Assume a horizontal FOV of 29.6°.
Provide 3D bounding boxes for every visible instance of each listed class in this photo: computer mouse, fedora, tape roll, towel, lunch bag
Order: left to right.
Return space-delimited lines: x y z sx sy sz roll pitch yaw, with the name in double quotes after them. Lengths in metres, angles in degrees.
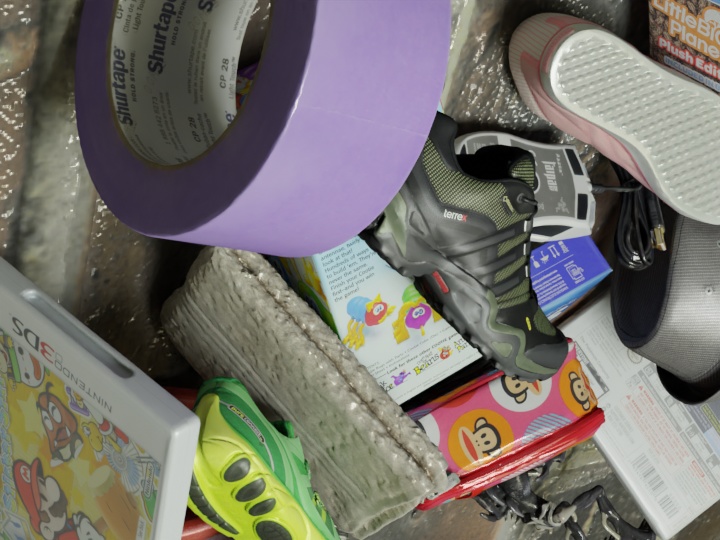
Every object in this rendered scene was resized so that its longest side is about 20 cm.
-0.054 -0.111 0.670 0.085 0.200 0.201 9 119 -42 "tape roll"
-0.037 0.072 0.824 0.034 0.200 0.133 -40 178 -32 "towel"
0.071 0.119 0.994 0.175 0.082 0.200 -23 175 -12 "lunch bag"
0.131 -0.057 0.960 0.199 0.111 0.044 4 163 -32 "computer mouse"
0.253 -0.003 1.035 0.090 0.177 0.202 21 86 -15 "fedora"

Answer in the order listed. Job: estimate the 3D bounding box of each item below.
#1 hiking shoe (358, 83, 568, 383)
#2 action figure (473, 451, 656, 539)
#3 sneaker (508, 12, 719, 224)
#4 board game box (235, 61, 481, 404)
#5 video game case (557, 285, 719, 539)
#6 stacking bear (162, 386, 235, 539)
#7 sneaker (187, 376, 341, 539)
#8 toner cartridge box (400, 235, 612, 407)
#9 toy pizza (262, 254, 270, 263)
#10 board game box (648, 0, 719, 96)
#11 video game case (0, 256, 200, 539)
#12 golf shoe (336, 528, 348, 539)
0.074 -0.015 0.762 0.101 0.076 0.200 -46 127 1 "hiking shoe"
0.155 0.180 1.167 0.200 0.102 0.119 40 132 -12 "action figure"
0.180 -0.109 0.917 0.199 0.105 0.076 32 96 -28 "sneaker"
-0.001 -0.031 0.823 0.104 0.103 0.201 -28 124 -16 "board game box"
0.268 0.092 1.144 0.182 0.023 0.201 -36 96 -7 "video game case"
-0.118 0.189 0.944 0.113 0.122 0.201 -5 135 -15 "stacking bear"
-0.049 0.135 0.813 0.073 0.084 0.201 -7 139 15 "sneaker"
0.081 0.040 0.979 0.199 0.043 0.095 -27 167 -29 "toner cartridge box"
0.000 0.000 0.938 0.199 0.032 0.201 -22 136 -23 "toy pizza"
0.290 -0.167 0.954 0.159 0.097 0.201 -39 141 -20 "board game box"
-0.172 0.115 0.789 0.023 0.181 0.201 -26 140 -43 "video game case"
-0.051 0.144 1.009 0.092 0.072 0.201 -52 146 -38 "golf shoe"
